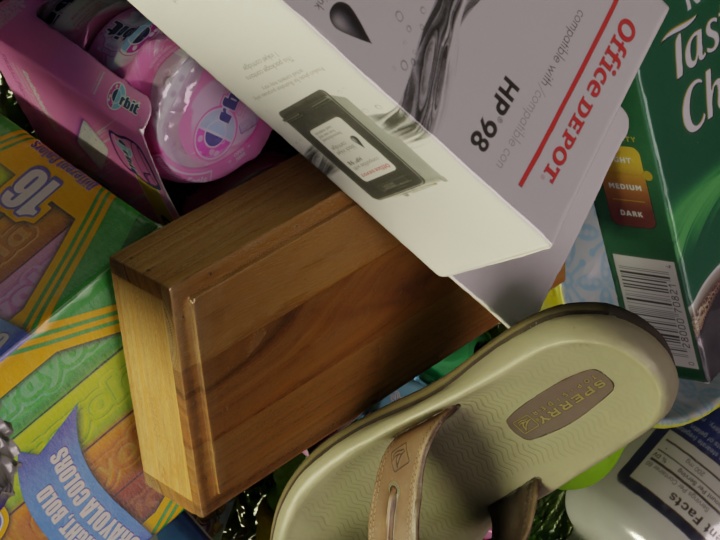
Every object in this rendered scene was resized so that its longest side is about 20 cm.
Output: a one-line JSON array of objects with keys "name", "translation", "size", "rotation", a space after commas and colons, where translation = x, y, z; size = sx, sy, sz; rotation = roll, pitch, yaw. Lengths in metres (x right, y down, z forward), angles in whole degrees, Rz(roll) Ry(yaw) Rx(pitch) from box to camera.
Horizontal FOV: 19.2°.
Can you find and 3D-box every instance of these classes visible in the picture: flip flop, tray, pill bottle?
[{"name": "flip flop", "translation": [0.037, 0.086, 0.790], "size": [0.081, 0.058, 0.200], "rotation": [35, 126, -25]}, {"name": "tray", "translation": [0.000, 0.000, 0.797], "size": [0.200, 0.037, 0.099], "rotation": [-30, 130, -34]}, {"name": "pill bottle", "translation": [0.183, 0.121, 1.163], "size": [0.200, 0.111, 0.111], "rotation": [-48, 138, -10]}]

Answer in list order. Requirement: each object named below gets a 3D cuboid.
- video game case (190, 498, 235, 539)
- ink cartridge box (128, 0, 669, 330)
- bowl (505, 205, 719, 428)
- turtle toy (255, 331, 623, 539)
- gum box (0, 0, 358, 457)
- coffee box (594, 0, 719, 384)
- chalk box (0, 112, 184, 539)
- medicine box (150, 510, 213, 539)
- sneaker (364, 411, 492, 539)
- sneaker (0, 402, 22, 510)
[{"name": "video game case", "translation": [-0.130, 0.149, 0.954], "size": [0.143, 0.018, 0.201], "rotation": [6, 110, -45]}, {"name": "ink cartridge box", "translation": [0.030, -0.082, 0.745], "size": [0.200, 0.067, 0.116], "rotation": [40, 61, -21]}, {"name": "bowl", "translation": [0.112, -0.034, 0.989], "size": [0.200, 0.107, 0.201], "rotation": [-12, 106, -46]}, {"name": "turtle toy", "translation": [0.042, 0.077, 1.010], "size": [0.200, 0.101, 0.146], "rotation": [-13, 123, -38]}, {"name": "gum box", "translation": [-0.062, -0.032, 0.834], "size": [0.066, 0.113, 0.200], "rotation": [-41, 136, -17]}, {"name": "coffee box", "translation": [0.145, -0.066, 0.906], "size": [0.123, 0.044, 0.200], "rotation": [-38, 123, -36]}, {"name": "chalk box", "translation": [-0.159, 0.061, 0.791], "size": [0.200, 0.124, 0.125], "rotation": [-42, 137, -17]}, {"name": "medicine box", "translation": [-0.118, 0.198, 0.842], "size": [0.200, 0.182, 0.103], "rotation": [-36, 127, -12]}, {"name": "sneaker", "translation": [0.009, 0.148, 0.903], "size": [0.095, 0.079, 0.200], "rotation": [-31, 136, -23]}, {"name": "sneaker", "translation": [-0.201, 0.037, 0.694], "size": [0.100, 0.200, 0.070], "rotation": [-52, 159, -1]}]
